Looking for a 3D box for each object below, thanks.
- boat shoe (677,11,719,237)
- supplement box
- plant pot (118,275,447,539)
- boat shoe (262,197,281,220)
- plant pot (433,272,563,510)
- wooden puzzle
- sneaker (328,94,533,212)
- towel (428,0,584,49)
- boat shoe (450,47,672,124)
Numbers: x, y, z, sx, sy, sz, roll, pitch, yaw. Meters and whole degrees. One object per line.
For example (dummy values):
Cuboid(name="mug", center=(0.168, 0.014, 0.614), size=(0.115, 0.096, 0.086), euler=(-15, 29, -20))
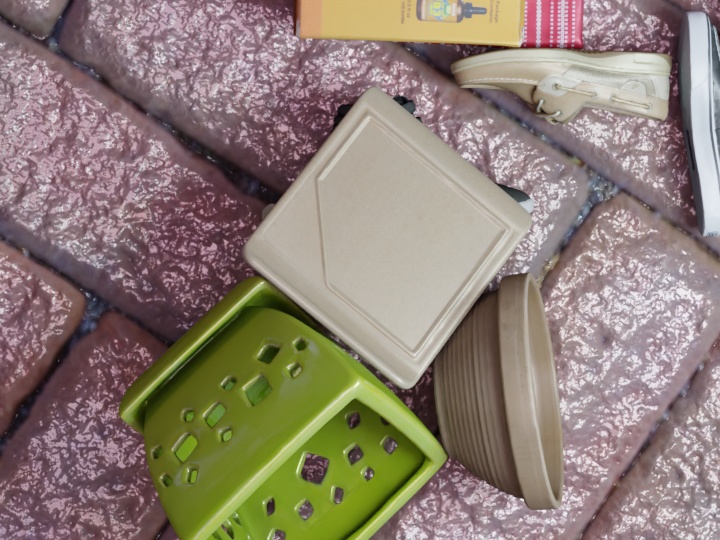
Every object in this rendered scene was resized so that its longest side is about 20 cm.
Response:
Cuboid(name="boat shoe", center=(0.324, -0.132, 1.544), size=(0.067, 0.074, 0.202), euler=(-8, 95, 3))
Cuboid(name="supplement box", center=(0.042, -0.231, 1.510), size=(0.198, 0.069, 0.067), euler=(2, 98, -3))
Cuboid(name="plant pot", center=(-0.075, 0.135, 1.475), size=(0.200, 0.199, 0.182), euler=(-42, 54, 2))
Cuboid(name="boat shoe", center=(-0.001, 0.001, 1.550), size=(0.201, 0.074, 0.063), euler=(40, 63, 2))
Cuboid(name="plant pot", center=(0.116, 0.108, 1.500), size=(0.092, 0.201, 0.203), euler=(-8, 95, 11))
Cuboid(name="wooden puzzle", center=(0.023, -0.028, 1.477), size=(0.185, 0.037, 0.201), euler=(39, 71, -3))
Cuboid(name="sneaker", center=(0.060, -0.100, 1.537), size=(0.198, 0.071, 0.100), euler=(8, 99, 1))
Cuboid(name="towel", center=(0.104, -0.273, 1.552), size=(0.198, 0.022, 0.146), euler=(2, 95, -3))
Cuboid(name="boat shoe", center=(0.178, -0.162, 1.538), size=(0.198, 0.071, 0.065), euler=(1, 94, -4))
